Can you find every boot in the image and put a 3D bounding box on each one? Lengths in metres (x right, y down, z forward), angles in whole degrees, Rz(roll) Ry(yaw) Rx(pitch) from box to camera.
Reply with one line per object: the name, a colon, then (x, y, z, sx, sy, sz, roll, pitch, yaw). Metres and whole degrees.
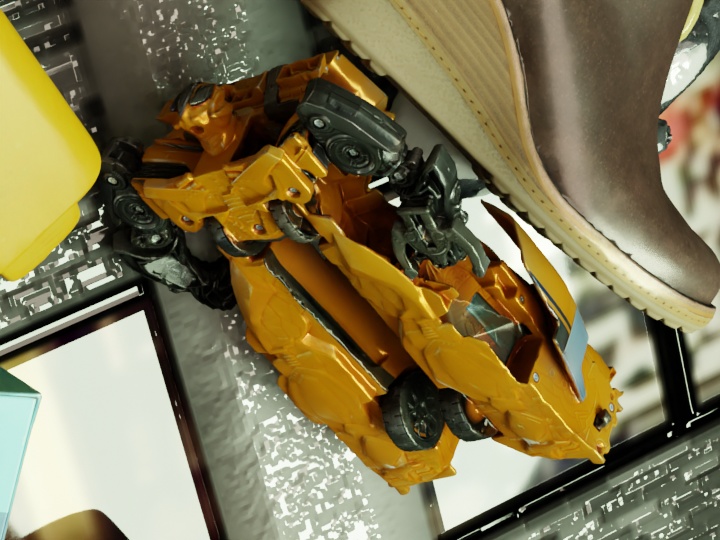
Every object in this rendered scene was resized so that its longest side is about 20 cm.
boot: (0.097, -0.093, 0.863, 0.166, 0.072, 0.200, -46, 109, 1)

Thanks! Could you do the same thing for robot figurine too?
robot figurine: (0.000, 0.000, 0.898, 0.200, 0.145, 0.058, 50, 45, -31)

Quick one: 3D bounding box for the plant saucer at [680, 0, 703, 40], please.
plant saucer: (0.039, -0.192, 0.883, 0.199, 0.048, 0.201, 7, 102, -21)

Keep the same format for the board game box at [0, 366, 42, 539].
board game box: (-0.217, 0.096, 0.832, 0.200, 0.047, 0.151, 8, 101, -38)

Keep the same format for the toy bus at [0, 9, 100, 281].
toy bus: (-0.143, -0.064, 0.791, 0.065, 0.078, 0.200, -45, 139, -12)

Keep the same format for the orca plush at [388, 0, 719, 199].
orca plush: (0.088, -0.089, 0.967, 0.105, 0.071, 0.200, 34, 72, 11)
